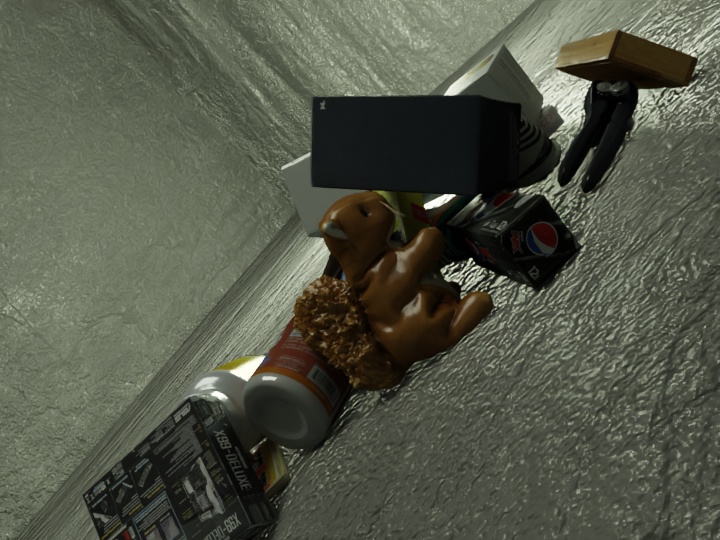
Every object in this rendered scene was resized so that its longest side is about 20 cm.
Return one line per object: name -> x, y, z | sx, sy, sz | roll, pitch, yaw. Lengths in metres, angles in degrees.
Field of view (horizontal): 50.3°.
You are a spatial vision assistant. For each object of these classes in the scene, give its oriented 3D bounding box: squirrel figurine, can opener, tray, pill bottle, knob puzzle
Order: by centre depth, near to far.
squirrel figurine -> 0.009, 0.020, 0.840 | 0.200, 0.187, 0.142 | -43, 11, 4
can opener -> 0.276, -0.155, 0.878 | 0.063, 0.079, 0.200 | 7, 44, 25
tray -> 0.316, -0.252, 0.939 | 0.200, 0.098, 0.037 | -106, 33, -79
knob puzzle -> -0.174, 0.293, 0.941 | 0.220, 0.030, 0.220 | -43, 11, 10
pill bottle -> -0.054, 0.111, 0.945 | 0.112, 0.112, 0.200 | -36, 14, 40
pill bottle -> -0.165, 0.177, 0.986 | 0.112, 0.112, 0.200 | -43, -6, 10

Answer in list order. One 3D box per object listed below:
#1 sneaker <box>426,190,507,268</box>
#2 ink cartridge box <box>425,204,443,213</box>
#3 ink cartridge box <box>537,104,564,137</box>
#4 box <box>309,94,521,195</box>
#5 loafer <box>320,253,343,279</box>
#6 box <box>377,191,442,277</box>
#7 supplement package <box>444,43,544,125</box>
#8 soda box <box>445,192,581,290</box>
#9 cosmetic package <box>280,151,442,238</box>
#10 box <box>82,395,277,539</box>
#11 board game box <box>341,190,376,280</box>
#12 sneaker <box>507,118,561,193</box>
sneaker -> 0.109, -0.040, 1.007 | 0.200, 0.071, 0.080 | -43, 13, 33
ink cartridge box -> 0.054, -0.013, 1.200 | 0.200, 0.041, 0.200 | -48, 10, -8
ink cartridge box -> 0.232, -0.198, 1.223 | 0.119, 0.042, 0.200 | -45, 13, -6
box -> 0.068, -0.147, 0.893 | 0.199, 0.105, 0.182 | 5, 10, 25
loafer -> -0.020, -0.018, 1.198 | 0.200, 0.071, 0.073 | -42, 11, 26
box -> 0.053, -0.049, 1.004 | 0.075, 0.050, 0.201 | -52, 32, 36
supplement package -> 0.189, -0.240, 1.131 | 0.113, 0.110, 0.200 | -35, 12, 28
soda box -> 0.156, -0.039, 0.820 | 0.063, 0.071, 0.200 | -40, 10, -2
cosmetic package -> 0.016, -0.142, 1.212 | 0.199, 0.124, 0.199 | -24, -7, 19
box -> -0.205, 0.260, 0.848 | 0.200, 0.158, 0.050 | -42, -25, 17
board game box -> 0.000, 0.000, 1.036 | 0.201, 0.019, 0.104 | 107, 160, -49
sneaker -> 0.156, -0.136, 1.026 | 0.200, 0.115, 0.076 | -38, 36, 30
